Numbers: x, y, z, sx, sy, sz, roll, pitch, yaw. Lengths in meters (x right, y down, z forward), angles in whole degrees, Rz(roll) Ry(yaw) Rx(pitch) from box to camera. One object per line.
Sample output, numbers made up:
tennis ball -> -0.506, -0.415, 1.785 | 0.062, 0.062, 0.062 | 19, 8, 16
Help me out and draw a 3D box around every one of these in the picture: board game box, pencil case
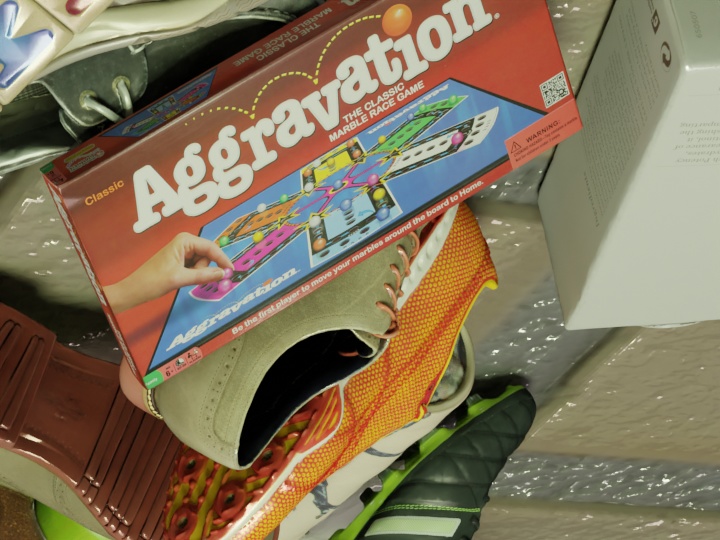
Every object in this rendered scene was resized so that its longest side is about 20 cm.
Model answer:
board game box -> -0.014, -0.046, 1.039 | 0.200, 0.019, 0.103 | -31, 129, -13
pencil case -> -0.024, 0.073, 1.292 | 0.078, 0.089, 0.200 | 37, 134, -7

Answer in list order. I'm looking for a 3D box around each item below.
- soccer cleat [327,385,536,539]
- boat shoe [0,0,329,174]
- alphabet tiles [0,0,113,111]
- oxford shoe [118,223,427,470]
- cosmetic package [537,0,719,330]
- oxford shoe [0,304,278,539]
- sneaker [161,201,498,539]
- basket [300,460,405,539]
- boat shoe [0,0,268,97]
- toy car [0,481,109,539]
soccer cleat -> 0.024, 0.140, 1.348 | 0.200, 0.081, 0.068 | -45, 175, -12
boat shoe -> -0.103, -0.067, 1.029 | 0.200, 0.071, 0.072 | -16, 149, 3
alphabet tiles -> -0.166, -0.095, 0.858 | 0.200, 0.006, 0.166 | -44, 127, 9
oxford shoe -> 0.000, 0.000, 1.108 | 0.200, 0.075, 0.070 | -46, 147, -7
cosmetic package -> 0.144, -0.056, 1.135 | 0.101, 0.074, 0.200 | -3, 151, -14
oxford shoe -> -0.124, 0.073, 1.227 | 0.200, 0.071, 0.075 | 37, 157, -22
sneaker -> -0.005, 0.052, 1.160 | 0.073, 0.200, 0.077 | 16, 148, 47
basket -> -0.042, 0.226, 1.425 | 0.198, 0.200, 0.161 | -8, 152, -4
boat shoe -> -0.090, -0.112, 0.944 | 0.200, 0.073, 0.074 | -24, -163, -24
toy car -> -0.196, 0.182, 1.274 | 0.158, 0.200, 0.164 | 26, 134, -25
